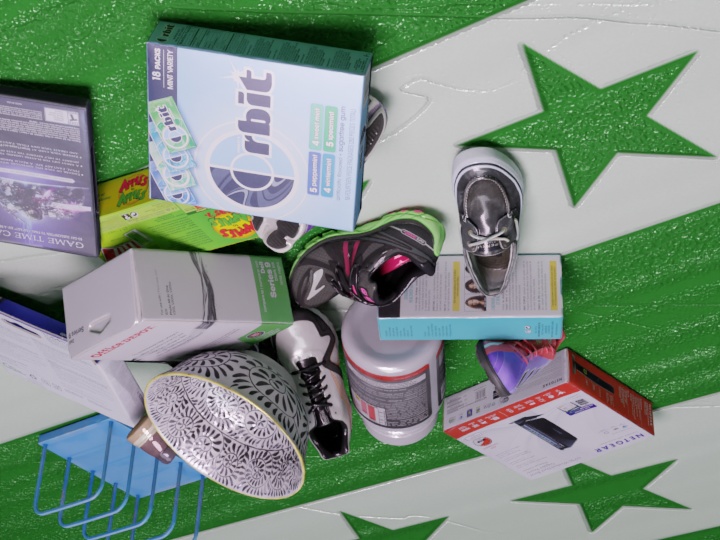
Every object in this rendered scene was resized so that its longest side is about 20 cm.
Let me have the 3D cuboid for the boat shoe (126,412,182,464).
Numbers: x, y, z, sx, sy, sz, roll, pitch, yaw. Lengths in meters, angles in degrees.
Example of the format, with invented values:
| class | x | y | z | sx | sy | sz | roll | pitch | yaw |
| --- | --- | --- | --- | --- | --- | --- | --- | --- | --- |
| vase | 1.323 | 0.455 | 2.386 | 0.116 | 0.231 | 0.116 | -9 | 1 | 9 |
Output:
| class | x | y | z | sx | sy | sz | roll | pitch | yaw |
| --- | --- | --- | --- | --- | --- | --- | --- | --- | --- |
| boat shoe | -0.210 | 0.173 | 1.822 | 0.072 | 0.200 | 0.065 | -39 | 92 | 22 |

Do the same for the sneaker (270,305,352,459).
| class | x | y | z | sx | sy | sz | roll | pitch | yaw |
| --- | --- | --- | --- | --- | --- | --- | --- | --- | --- |
| sneaker | -0.047 | 0.127 | 1.733 | 0.073 | 0.080 | 0.201 | -19 | 123 | 3 |

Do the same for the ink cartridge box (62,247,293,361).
| class | x | y | z | sx | sy | sz | roll | pitch | yaw |
| --- | --- | --- | --- | --- | --- | --- | --- | --- | --- |
| ink cartridge box | -0.196 | 0.039 | 1.642 | 0.199 | 0.084 | 0.146 | 4 | 159 | -42 |

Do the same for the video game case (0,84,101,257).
| class | x | y | z | sx | sy | sz | roll | pitch | yaw |
| --- | --- | --- | --- | --- | --- | --- | --- | --- | --- |
| video game case | -0.332 | -0.099 | 1.523 | 0.142 | 0.019 | 0.201 | 9 | 136 | 4 |

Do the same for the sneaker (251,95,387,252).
| class | x | y | z | sx | sy | sz | roll | pitch | yaw |
| --- | --- | --- | --- | --- | --- | --- | --- | --- | --- |
| sneaker | -0.036 | -0.105 | 1.508 | 0.081 | 0.083 | 0.200 | 49 | 127 | 9 |

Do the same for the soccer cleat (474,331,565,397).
| class | x | y | z | sx | sy | sz | roll | pitch | yaw |
| --- | --- | --- | --- | --- | --- | --- | --- | --- | --- |
| soccer cleat | 0.179 | 0.090 | 1.707 | 0.073 | 0.068 | 0.200 | -28 | 177 | 16 |

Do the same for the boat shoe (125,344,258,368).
| class | x | y | z | sx | sy | sz | roll | pitch | yaw |
| --- | --- | --- | --- | --- | --- | --- | --- | --- | --- |
| boat shoe | -0.216 | 0.089 | 1.808 | 0.199 | 0.057 | 0.069 | 7 | 146 | -6 |

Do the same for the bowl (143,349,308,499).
| class | x | y | z | sx | sy | sz | roll | pitch | yaw |
| --- | --- | --- | --- | --- | --- | --- | --- | --- | --- |
| bowl | -0.128 | 0.150 | 1.687 | 0.200 | 0.094 | 0.201 | 22 | 143 | 17 |

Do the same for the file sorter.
| class | x | y | z | sx | sy | sz | roll | pitch | yaw |
| --- | --- | --- | --- | --- | --- | --- | --- | --- | --- |
| file sorter | -0.323 | 0.298 | 2.072 | 0.138 | 0.123 | 0.200 | -21 | 139 | 30 |

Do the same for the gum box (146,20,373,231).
| class | x | y | z | sx | sy | sz | roll | pitch | yaw |
| --- | --- | --- | --- | --- | --- | --- | --- | --- | --- |
| gum box | -0.094 | -0.130 | 1.409 | 0.199 | 0.045 | 0.171 | 10 | 128 | 7 |

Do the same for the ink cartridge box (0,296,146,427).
| class | x | y | z | sx | sy | sz | roll | pitch | yaw |
| --- | --- | --- | --- | --- | --- | --- | --- | --- | --- |
| ink cartridge box | -0.355 | 0.088 | 1.765 | 0.199 | 0.041 | 0.200 | 21 | 154 | 21 |

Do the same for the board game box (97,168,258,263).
| class | x | y | z | sx | sy | sz | roll | pitch | yaw |
| --- | --- | --- | --- | --- | --- | --- | --- | --- | --- |
| board game box | -0.194 | -0.061 | 1.591 | 0.199 | 0.048 | 0.102 | -15 | 143 | 25 |

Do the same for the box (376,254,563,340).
| class | x | y | z | sx | sy | sz | roll | pitch | yaw |
| --- | --- | --- | --- | --- | --- | --- | --- | --- | --- |
| box | 0.119 | 0.030 | 1.671 | 0.199 | 0.083 | 0.049 | 0 | 146 | 6 |

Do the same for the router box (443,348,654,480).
| class | x | y | z | sx | sy | sz | roll | pitch | yaw |
| --- | --- | --- | --- | --- | --- | --- | --- | --- | --- |
| router box | 0.235 | 0.183 | 1.922 | 0.200 | 0.049 | 0.179 | -27 | 136 | 37 |

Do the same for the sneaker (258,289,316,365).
| class | x | y | z | sx | sy | sz | roll | pitch | yaw |
| --- | --- | --- | --- | --- | --- | --- | --- | --- | --- |
| sneaker | -0.085 | 0.099 | 1.800 | 0.075 | 0.079 | 0.201 | -3 | 125 | -8 |

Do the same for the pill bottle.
| class | x | y | z | sx | sy | sz | roll | pitch | yaw |
| --- | --- | --- | --- | --- | --- | --- | --- | --- | --- |
| pill bottle | 0.041 | 0.116 | 1.776 | 0.115 | 0.116 | 0.200 | 0 | 146 | 4 |

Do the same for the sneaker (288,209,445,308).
| class | x | y | z | sx | sy | sz | roll | pitch | yaw |
| --- | --- | --- | --- | --- | --- | --- | --- | --- | --- |
| sneaker | 0.000 | 0.000 | 1.634 | 0.199 | 0.084 | 0.077 | -24 | 138 | 34 |

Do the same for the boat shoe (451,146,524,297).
| class | x | y | z | sx | sy | sz | roll | pitch | yaw |
| --- | --- | --- | --- | --- | --- | --- | --- | --- | --- |
| boat shoe | 0.136 | -0.045 | 1.568 | 0.072 | 0.071 | 0.200 | -5 | 145 | 12 |
